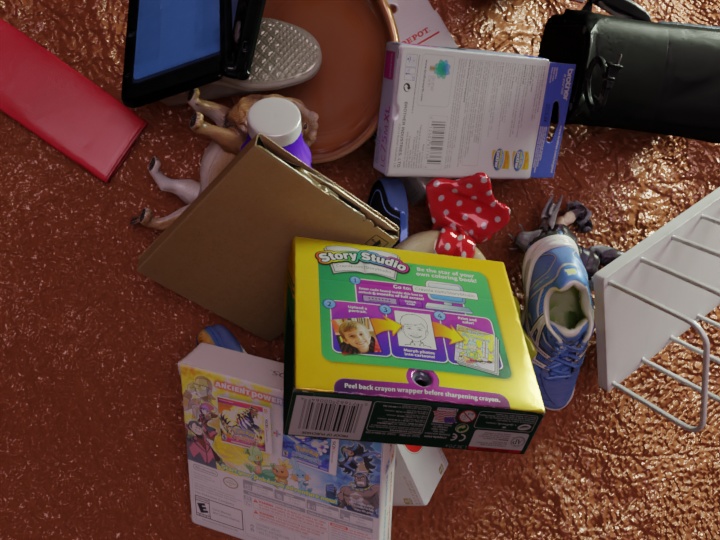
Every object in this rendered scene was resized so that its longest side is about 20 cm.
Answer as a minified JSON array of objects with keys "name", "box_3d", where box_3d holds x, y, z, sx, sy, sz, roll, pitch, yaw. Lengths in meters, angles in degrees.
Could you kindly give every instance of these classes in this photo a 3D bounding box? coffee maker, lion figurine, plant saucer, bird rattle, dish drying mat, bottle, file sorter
[{"name":"coffee maker","box_3d":[0.304,-0.194,0.858,0.195,0.137,0.194,4,39,-9]},{"name":"lion figurine","box_3d":[-0.136,-0.101,0.812,0.121,0.200,0.073,19,34,-37]},{"name":"plant saucer","box_3d":[-0.047,-0.212,0.824,0.196,0.037,0.205,6,104,24]},{"name":"bird rattle","box_3d":[0.088,0.015,0.798,0.161,0.112,0.204,-24,108,-20]},{"name":"dish drying mat","box_3d":[-0.318,-0.177,0.827,0.198,0.018,0.078,35,80,-6]},{"name":"bottle","box_3d":[-0.080,-0.070,0.766,0.082,0.202,0.066,-10,55,-11]},{"name":"file sorter","box_3d":[0.339,0.037,0.787,0.198,0.124,0.141,-30,126,-22]}]

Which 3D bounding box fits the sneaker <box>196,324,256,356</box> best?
[{"name":"sneaker","box_3d":[-0.084,0.128,0.813,0.088,0.075,0.202,-37,100,-20]}]

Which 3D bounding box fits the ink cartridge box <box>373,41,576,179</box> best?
[{"name":"ink cartridge box","box_3d":[0.112,-0.153,0.798,0.196,0.042,0.122,-1,109,-21]}]

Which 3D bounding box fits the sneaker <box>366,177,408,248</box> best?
[{"name":"sneaker","box_3d":[0.000,0.000,0.837,0.076,0.070,0.205,8,83,-16]}]

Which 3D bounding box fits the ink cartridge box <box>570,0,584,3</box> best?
[{"name":"ink cartridge box","box_3d":[0.181,-0.318,0.846,0.106,0.201,0.051,10,118,-9]}]

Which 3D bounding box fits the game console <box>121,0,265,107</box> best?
[{"name":"game console","box_3d":[-0.156,-0.276,0.761,0.114,0.177,0.203,4,54,-17]}]

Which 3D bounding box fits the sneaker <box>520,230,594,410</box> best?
[{"name":"sneaker","box_3d":[0.195,0.066,0.827,0.074,0.078,0.204,-9,120,-1]}]

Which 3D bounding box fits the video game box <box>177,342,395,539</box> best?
[{"name":"video game box","box_3d":[-0.066,0.172,0.734,0.196,0.047,0.186,12,120,18]}]

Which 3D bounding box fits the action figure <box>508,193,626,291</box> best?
[{"name":"action figure","box_3d":[0.251,-0.003,0.887,0.196,0.069,0.133,19,88,-4]}]

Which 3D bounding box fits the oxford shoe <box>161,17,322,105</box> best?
[{"name":"oxford shoe","box_3d":[-0.131,-0.205,0.818,0.195,0.058,0.077,-4,73,12]}]

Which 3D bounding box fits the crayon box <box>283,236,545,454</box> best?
[{"name":"crayon box","box_3d":[0.036,0.058,0.676,0.195,0.059,0.174,7,40,-11]}]

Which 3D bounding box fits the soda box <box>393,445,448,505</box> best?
[{"name":"soda box","box_3d":[0.012,0.129,0.783,0.064,0.067,0.203,-48,120,-48]}]

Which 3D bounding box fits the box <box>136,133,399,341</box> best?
[{"name":"box","box_3d":[-0.088,-0.020,0.748,0.162,0.199,0.022,31,40,-28]}]

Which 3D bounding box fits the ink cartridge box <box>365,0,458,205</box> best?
[{"name":"ink cartridge box","box_3d":[0.057,-0.189,0.870,0.115,0.068,0.202,-31,90,-12]}]
